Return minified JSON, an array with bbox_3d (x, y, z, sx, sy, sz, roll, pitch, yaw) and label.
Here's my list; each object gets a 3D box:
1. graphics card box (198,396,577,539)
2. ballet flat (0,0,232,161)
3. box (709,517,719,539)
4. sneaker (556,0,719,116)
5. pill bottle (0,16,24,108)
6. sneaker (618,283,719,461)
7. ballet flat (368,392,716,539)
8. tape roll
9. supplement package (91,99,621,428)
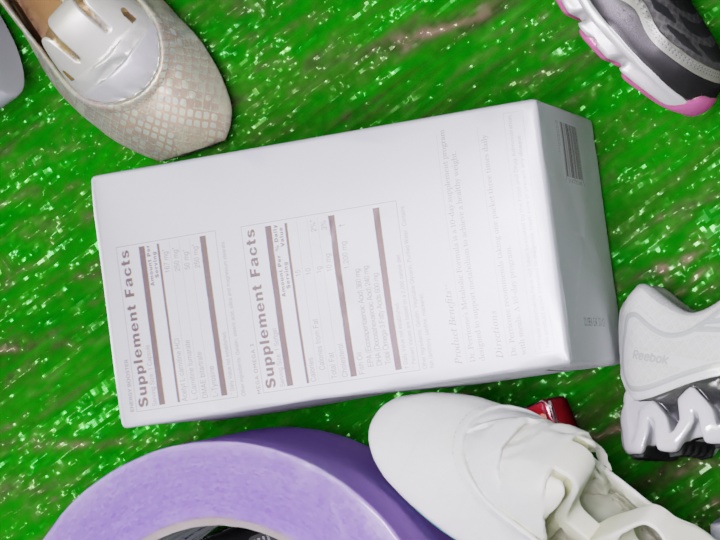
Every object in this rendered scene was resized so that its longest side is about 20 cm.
[{"bbox_3d":[0.021,0.148,1.139,0.199,0.051,0.126,-24,84,15],"label":"graphics card box"},{"bbox_3d":[-0.140,-0.125,1.181,0.067,0.062,0.200,-46,78,13],"label":"ballet flat"},{"bbox_3d":[0.237,0.194,1.076,0.155,0.041,0.202,-8,89,18],"label":"box"},{"bbox_3d":[0.114,-0.165,1.092,0.087,0.074,0.201,-30,77,22],"label":"sneaker"},{"bbox_3d":[-0.258,-0.063,1.193,0.199,0.113,0.113,-32,81,15],"label":"pill bottle"},{"bbox_3d":[0.199,0.026,1.073,0.199,0.075,0.082,-12,78,17],"label":"sneaker"},{"bbox_3d":[0.097,0.102,1.053,0.199,0.069,0.070,36,101,4],"label":"ballet flat"},{"bbox_3d":[-0.044,0.169,1.091,0.198,0.085,0.202,0,90,18],"label":"tape roll"},{"bbox_3d":[0.000,0.000,1.110,0.198,0.114,0.110,-9,86,17],"label":"supplement package"}]
